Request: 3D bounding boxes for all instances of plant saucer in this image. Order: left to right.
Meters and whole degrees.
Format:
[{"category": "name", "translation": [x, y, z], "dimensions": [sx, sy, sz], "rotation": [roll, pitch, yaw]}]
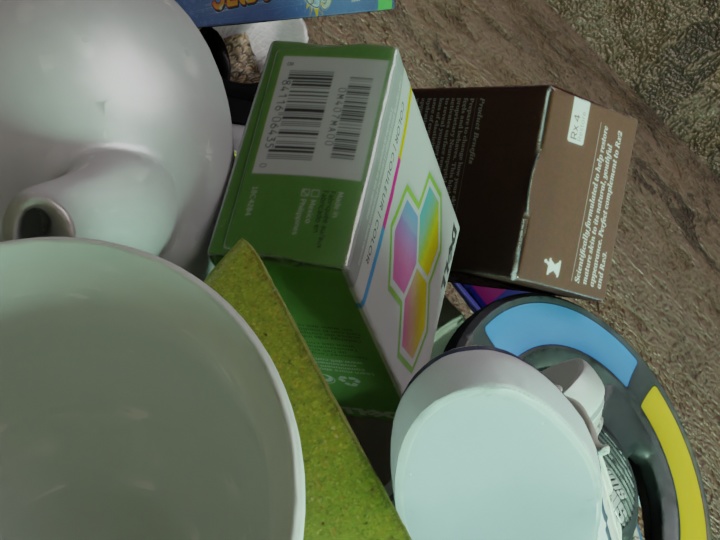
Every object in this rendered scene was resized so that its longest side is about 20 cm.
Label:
[{"category": "plant saucer", "translation": [-0.038, 0.127, 0.616], "dimensions": [0.048, 0.200, 0.201], "rotation": [-13, 52, -24]}]

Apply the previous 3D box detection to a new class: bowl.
[{"category": "bowl", "translation": [-0.102, 0.098, 0.522], "dimensions": [0.202, 0.200, 0.091], "rotation": [59, -3, 33]}]

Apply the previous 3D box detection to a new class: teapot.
[{"category": "teapot", "translation": [-0.159, -0.043, 0.666], "dimensions": [0.145, 0.200, 0.198], "rotation": [2, 58, -46]}]

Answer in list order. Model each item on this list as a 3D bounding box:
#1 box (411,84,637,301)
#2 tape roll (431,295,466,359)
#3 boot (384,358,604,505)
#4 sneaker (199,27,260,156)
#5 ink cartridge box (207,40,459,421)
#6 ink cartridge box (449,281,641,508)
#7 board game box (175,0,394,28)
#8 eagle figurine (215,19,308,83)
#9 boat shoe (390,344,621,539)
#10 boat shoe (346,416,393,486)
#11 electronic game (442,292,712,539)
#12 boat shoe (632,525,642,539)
[{"category": "box", "translation": [0.051, -0.046, 0.906], "dimensions": [0.075, 0.101, 0.199], "rotation": [14, -3, -36]}, {"category": "tape roll", "translation": [0.073, 0.096, 0.942], "dimensions": [0.203, 0.037, 0.203], "rotation": [55, -6, 8]}, {"category": "boot", "translation": [0.048, 0.129, 0.707], "dimensions": [0.096, 0.200, 0.074], "rotation": [47, 23, -5]}, {"category": "sneaker", "translation": [-0.097, -0.081, 0.799], "dimensions": [0.199, 0.083, 0.072], "rotation": [28, -15, 36]}, {"category": "ink cartridge box", "translation": [0.000, 0.000, 0.725], "dimensions": [0.200, 0.059, 0.104], "rotation": [67, 33, -58]}, {"category": "ink cartridge box", "translation": [0.124, 0.062, 1.001], "dimensions": [0.200, 0.042, 0.120], "rotation": [43, 8, -48]}, {"category": "board game box", "translation": [-0.089, -0.144, 0.826], "dimensions": [0.135, 0.035, 0.200], "rotation": [6, 14, 29]}, {"category": "eagle figurine", "translation": [-0.095, -0.074, 0.933], "dimensions": [0.152, 0.151, 0.200], "rotation": [65, 12, -8]}, {"category": "boat shoe", "translation": [0.061, 0.077, 0.602], "dimensions": [0.086, 0.074, 0.202], "rotation": [-99, 163, -45]}, {"category": "boat shoe", "translation": [0.023, 0.097, 0.923], "dimensions": [0.057, 0.067, 0.200], "rotation": [14, 33, -49]}, {"category": "electronic game", "translation": [0.107, 0.107, 0.812], "dimensions": [0.199, 0.042, 0.201], "rotation": [23, 55, -37]}, {"category": "boat shoe", "translation": [0.136, 0.145, 1.056], "dimensions": [0.072, 0.072, 0.201], "rotation": [34, 25, -54]}]
